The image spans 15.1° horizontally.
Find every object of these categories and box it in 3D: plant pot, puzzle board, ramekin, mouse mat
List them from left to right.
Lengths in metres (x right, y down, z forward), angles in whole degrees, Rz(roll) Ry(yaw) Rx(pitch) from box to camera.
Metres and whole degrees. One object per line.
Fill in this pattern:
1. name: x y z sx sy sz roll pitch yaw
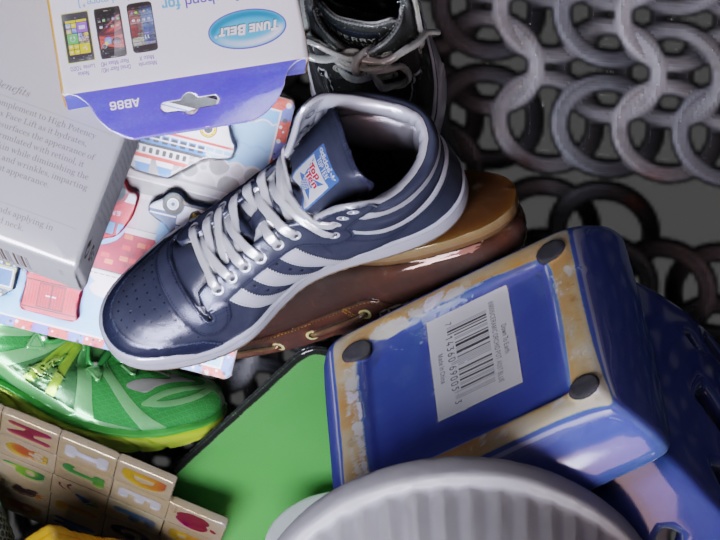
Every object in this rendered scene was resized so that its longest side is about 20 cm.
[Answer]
1. puzzle board: -0.147 -0.038 1.394 0.199 0.017 0.151 14 103 0
2. mouse mat: 0.001 0.131 1.507 0.200 0.008 0.161 32 124 -24
3. ramekin: 0.046 0.191 1.243 0.202 0.094 0.203 0 122 0
4. plant pot: 0.092 0.105 1.357 0.200 0.200 0.180 -26 124 15

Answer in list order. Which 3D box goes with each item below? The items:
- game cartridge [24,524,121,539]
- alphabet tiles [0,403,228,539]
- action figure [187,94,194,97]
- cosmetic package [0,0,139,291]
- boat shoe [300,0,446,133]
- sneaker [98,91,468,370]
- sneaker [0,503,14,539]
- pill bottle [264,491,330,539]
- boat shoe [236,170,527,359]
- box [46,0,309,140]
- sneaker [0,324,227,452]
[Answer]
1. game cartridge: -0.163 0.208 1.536 0.176 0.032 0.200 -34 145 26
2. alphabet tiles: -0.171 0.117 1.512 0.200 0.006 0.166 22 156 0
3. action figure: -0.141 -0.087 1.420 0.199 0.052 0.066 5 126 5
4. cosmetic package: -0.149 -0.103 1.338 0.101 0.074 0.200 21 80 1
5. boat shoe: 0.003 -0.123 1.354 0.073 0.068 0.200 6 121 9
6. sneaker: -0.044 -0.022 1.322 0.200 0.109 0.070 -26 73 -1
7. sneaker: -0.278 0.141 1.559 0.200 0.078 0.091 -1 113 27
8. pill bottle: -0.004 0.219 1.506 0.109 0.109 0.200 2 131 11
9. boat shoe: 0.000 0.000 1.428 0.200 0.070 0.070 -10 122 26
10. box: -0.095 -0.162 1.294 0.119 0.041 0.201 -9 85 -4
11. sneaker: -0.164 0.042 1.478 0.200 0.074 0.084 20 103 -9
